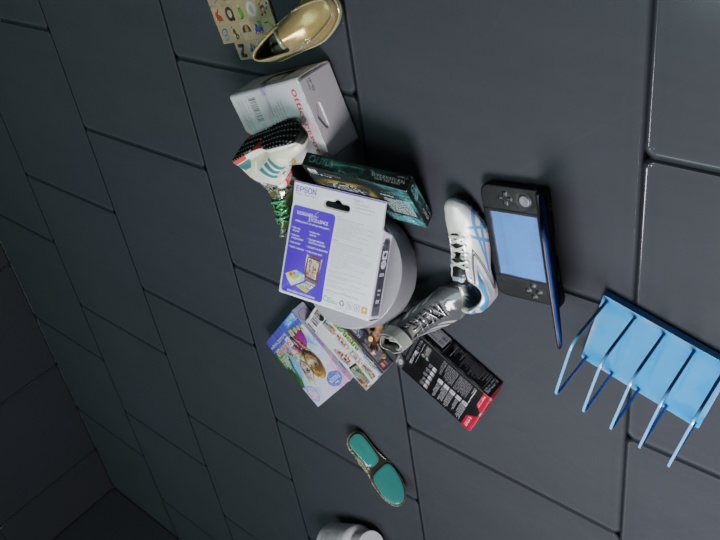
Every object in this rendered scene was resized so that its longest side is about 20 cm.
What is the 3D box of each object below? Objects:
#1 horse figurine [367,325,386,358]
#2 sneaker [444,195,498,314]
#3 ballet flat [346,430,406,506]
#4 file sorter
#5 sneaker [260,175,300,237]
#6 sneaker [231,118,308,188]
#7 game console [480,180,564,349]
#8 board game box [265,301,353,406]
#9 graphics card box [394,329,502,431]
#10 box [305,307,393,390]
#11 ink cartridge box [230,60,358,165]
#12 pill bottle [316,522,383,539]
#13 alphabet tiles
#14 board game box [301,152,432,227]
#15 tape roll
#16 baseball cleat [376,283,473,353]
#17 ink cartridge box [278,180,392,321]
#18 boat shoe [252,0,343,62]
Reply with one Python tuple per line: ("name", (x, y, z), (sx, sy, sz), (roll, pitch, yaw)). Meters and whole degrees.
("horse figurine", (0.024, 0.074, 1.525), (0.049, 0.133, 0.205), (-9, 103, 5))
("sneaker", (0.172, -0.021, 1.295), (0.071, 0.072, 0.204), (8, 125, 46))
("ballet flat", (0.038, 0.464, 1.891), (0.201, 0.067, 0.075), (50, 167, 12))
("file sorter", (0.397, 0.159, 1.152), (0.198, 0.122, 0.141), (32, 141, 25))
("sneaker", (-0.132, -0.108, 1.509), (0.076, 0.090, 0.200), (-6, 137, 44))
("sneaker", (-0.134, -0.191, 1.370), (0.198, 0.071, 0.093), (-8, 135, 49))
("game console", (0.237, -0.011, 1.189), (0.168, 0.118, 0.204), (13, 129, 41))
("board game box", (-0.113, 0.195, 1.835), (0.200, 0.041, 0.200), (49, 145, 5))
("graphics card box", (0.162, 0.192, 1.510), (0.199, 0.051, 0.127), (40, 143, 16))
("box", (-0.026, 0.151, 1.703), (0.200, 0.035, 0.110), (48, 145, 7))
("ink cartridge box", (-0.116, -0.266, 1.396), (0.197, 0.085, 0.150), (2, 124, 46))
("pill bottle", (-0.025, 0.735, 2.144), (0.199, 0.114, 0.116), (-21, 104, 54))
("alphabet tiles", (-0.214, -0.468, 1.402), (0.164, 0.006, 0.203), (9, 127, 45))
("board game box", (0.013, -0.133, 1.333), (0.196, 0.029, 0.135), (18, 165, 25))
("tape roll", (0.000, 0.000, 1.424), (0.196, 0.066, 0.206), (-1, 88, 29))
("baseball cleat", (0.110, 0.093, 1.400), (0.070, 0.107, 0.199), (50, 129, -7))
("ink cartridge box", (-0.041, -0.038, 1.378), (0.195, 0.043, 0.205), (16, 104, 30))
("boat shoe", (-0.106, -0.380, 1.291), (0.199, 0.076, 0.073), (-23, 101, 51))
